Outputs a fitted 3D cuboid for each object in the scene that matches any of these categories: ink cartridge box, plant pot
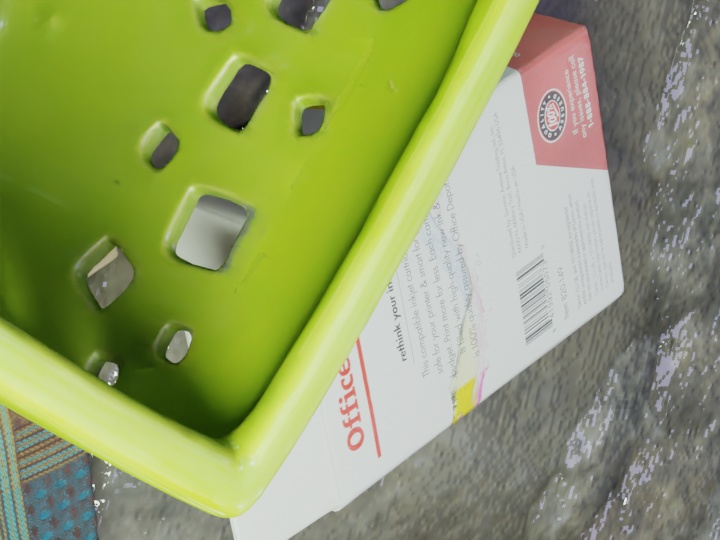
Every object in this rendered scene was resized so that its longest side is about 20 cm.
[{"bbox_3d":[0.000,0.000,0.946,0.200,0.067,0.117,-34,128,-34],"label":"ink cartridge box"},{"bbox_3d":[-0.097,-0.078,0.717,0.199,0.181,0.200,38,77,-47],"label":"plant pot"}]

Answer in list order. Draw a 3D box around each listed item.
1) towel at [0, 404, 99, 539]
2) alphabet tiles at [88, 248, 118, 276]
[{"bbox_3d":[-0.168,0.072,0.829,0.200,0.022,0.147,-25,124,-37],"label":"towel"},{"bbox_3d":[-0.136,-0.061,0.824,0.167,0.008,0.200,-37,129,-31],"label":"alphabet tiles"}]
